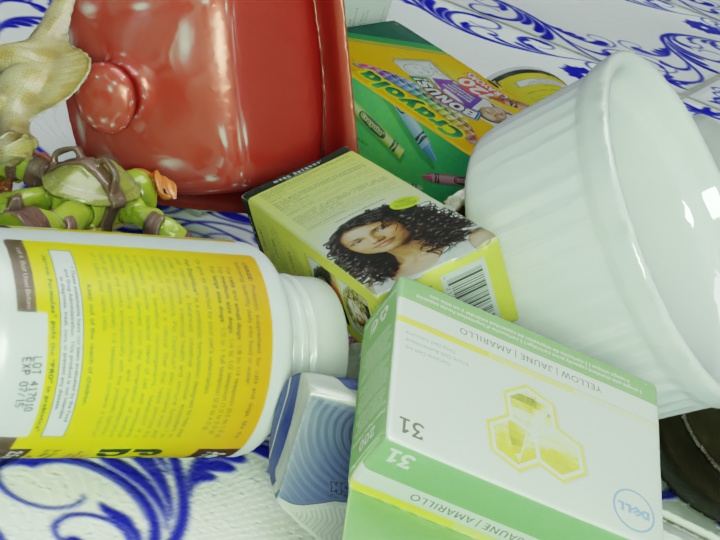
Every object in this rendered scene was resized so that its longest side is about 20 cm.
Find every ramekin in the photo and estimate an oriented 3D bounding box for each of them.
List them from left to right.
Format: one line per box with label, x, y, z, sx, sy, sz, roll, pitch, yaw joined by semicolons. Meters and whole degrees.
ramekin;0.139;-0.009;0.983;0.097;0.202;0.200;-22;4;27

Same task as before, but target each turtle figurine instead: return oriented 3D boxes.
turtle figurine;-0.156;-0.032;1.021;0.199;0.065;0.161;30;27;23

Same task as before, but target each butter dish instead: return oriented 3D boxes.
butter dish;-0.117;-0.120;1.100;0.198;0.202;0.147;5;19;34

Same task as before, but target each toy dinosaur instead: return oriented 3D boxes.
toy dinosaur;-0.200;-0.115;1.052;0.100;0.058;0.201;-12;45;23

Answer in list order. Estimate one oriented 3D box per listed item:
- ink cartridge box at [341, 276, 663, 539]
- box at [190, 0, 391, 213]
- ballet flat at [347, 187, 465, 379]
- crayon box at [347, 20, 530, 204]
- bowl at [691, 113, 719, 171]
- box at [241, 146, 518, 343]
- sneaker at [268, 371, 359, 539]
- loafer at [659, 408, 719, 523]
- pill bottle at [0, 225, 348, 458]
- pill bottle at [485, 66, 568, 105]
ink cartridge box;0.063;0.110;0.786;0.144;0.048;0.201;23;40;-15
box;-0.084;-0.145;1.290;0.106;0.154;0.199;27;23;23
ballet flat;0.043;0.016;0.999;0.075;0.064;0.201;29;49;-4
crayon box;0.050;-0.095;1.218;0.199;0.059;0.118;36;32;27
bowl;0.250;0.018;1.142;0.074;0.201;0.200;-28;35;-7
box;0.006;-0.010;0.958;0.075;0.051;0.200;-25;24;-16
sneaker;0.042;0.097;0.908;0.197;0.081;0.115;18;16;-19
loafer;0.202;0.073;1.052;0.072;0.072;0.201;8;34;-32
pill bottle;-0.108;0.037;0.879;0.198;0.110;0.109;3;25;-31
pill bottle;0.148;-0.071;1.343;0.110;0.112;0.200;8;22;-21
